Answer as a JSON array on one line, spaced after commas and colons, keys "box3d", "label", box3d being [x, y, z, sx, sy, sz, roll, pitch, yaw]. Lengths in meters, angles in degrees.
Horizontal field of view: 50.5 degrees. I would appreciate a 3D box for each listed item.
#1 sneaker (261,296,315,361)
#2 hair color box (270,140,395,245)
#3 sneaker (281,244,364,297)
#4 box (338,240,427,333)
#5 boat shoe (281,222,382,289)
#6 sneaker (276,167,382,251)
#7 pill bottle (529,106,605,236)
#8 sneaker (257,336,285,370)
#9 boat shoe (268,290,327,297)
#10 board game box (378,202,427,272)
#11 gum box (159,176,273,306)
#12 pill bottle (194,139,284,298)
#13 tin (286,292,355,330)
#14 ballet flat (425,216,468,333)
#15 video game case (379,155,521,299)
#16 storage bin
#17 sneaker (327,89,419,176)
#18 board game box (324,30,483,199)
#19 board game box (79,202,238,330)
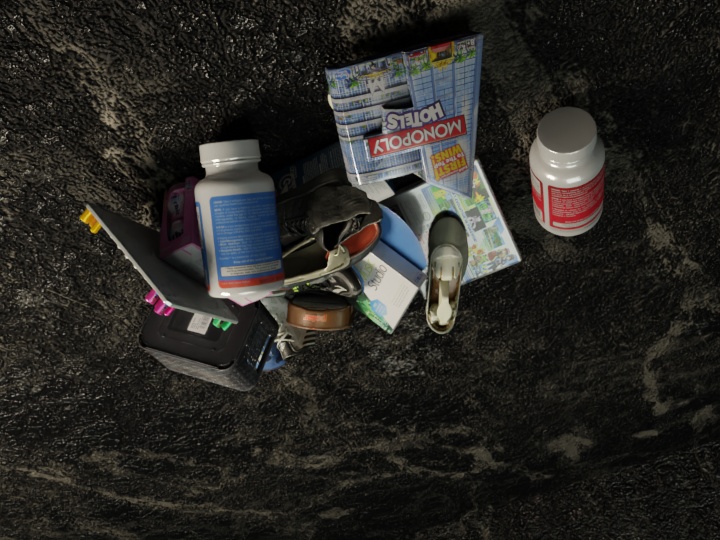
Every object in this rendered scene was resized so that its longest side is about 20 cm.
[{"box3d": [-0.151, 0.094, 1.378, 0.198, 0.117, 0.075, 22, 135, -41], "label": "sneaker"}, {"box3d": [-0.058, -0.120, 1.137, 0.197, 0.062, 0.100, -24, 145, 16], "label": "hair color box"}, {"box3d": [-0.082, 0.013, 1.234, 0.196, 0.083, 0.072, 14, 134, 24], "label": "sneaker"}, {"box3d": [0.000, 0.000, 1.248, 0.036, 0.199, 0.145, -46, 169, -38], "label": "box"}, {"box3d": [-0.056, -0.029, 1.155, 0.197, 0.072, 0.063, -24, 175, -3], "label": "boat shoe"}, {"box3d": [-0.062, -0.070, 1.059, 0.197, 0.106, 0.060, -28, 144, 23], "label": "sneaker"}, {"box3d": [0.316, -0.150, 1.165, 0.110, 0.114, 0.201, -16, 147, 7], "label": "pill bottle"}, {"box3d": [-0.197, 0.134, 1.466, 0.082, 0.075, 0.199, -32, 143, 25], "label": "sneaker"}, {"box3d": [-0.132, 0.023, 1.320, 0.196, 0.074, 0.062, -7, 148, -19], "label": "boat shoe"}, {"box3d": [0.029, -0.044, 1.245, 0.158, 0.039, 0.200, 44, 141, -1], "label": "board game box"}, {"box3d": [-0.216, -0.042, 1.150, 0.065, 0.116, 0.199, -20, 147, 24], "label": "gum box"}, {"box3d": [-0.166, -0.072, 1.039, 0.110, 0.205, 0.112, -5, -173, 1], "label": "pill bottle"}, {"box3d": [-0.068, 0.065, 1.330, 0.109, 0.043, 0.200, 1, -172, 4], "label": "tin"}, {"box3d": [0.141, 0.014, 1.240, 0.066, 0.064, 0.204, 3, 121, 3], "label": "ballet flat"}, {"box3d": [0.145, -0.065, 1.243, 0.179, 0.022, 0.202, -22, 117, 16], "label": "video game case"}, {"box3d": [-0.253, 0.104, 1.279, 0.196, 0.137, 0.094, 11, 155, 24], "label": "storage bin"}, {"box3d": [0.039, -0.188, 1.035, 0.070, 0.095, 0.198, -33, 142, 30], "label": "sneaker"}, {"box3d": [0.072, -0.181, 0.980, 0.196, 0.062, 0.204, -15, 111, -4], "label": "board game box"}, {"box3d": [-0.282, 0.001, 1.083, 0.026, 0.200, 0.200, -46, 160, 4], "label": "board game box"}]
